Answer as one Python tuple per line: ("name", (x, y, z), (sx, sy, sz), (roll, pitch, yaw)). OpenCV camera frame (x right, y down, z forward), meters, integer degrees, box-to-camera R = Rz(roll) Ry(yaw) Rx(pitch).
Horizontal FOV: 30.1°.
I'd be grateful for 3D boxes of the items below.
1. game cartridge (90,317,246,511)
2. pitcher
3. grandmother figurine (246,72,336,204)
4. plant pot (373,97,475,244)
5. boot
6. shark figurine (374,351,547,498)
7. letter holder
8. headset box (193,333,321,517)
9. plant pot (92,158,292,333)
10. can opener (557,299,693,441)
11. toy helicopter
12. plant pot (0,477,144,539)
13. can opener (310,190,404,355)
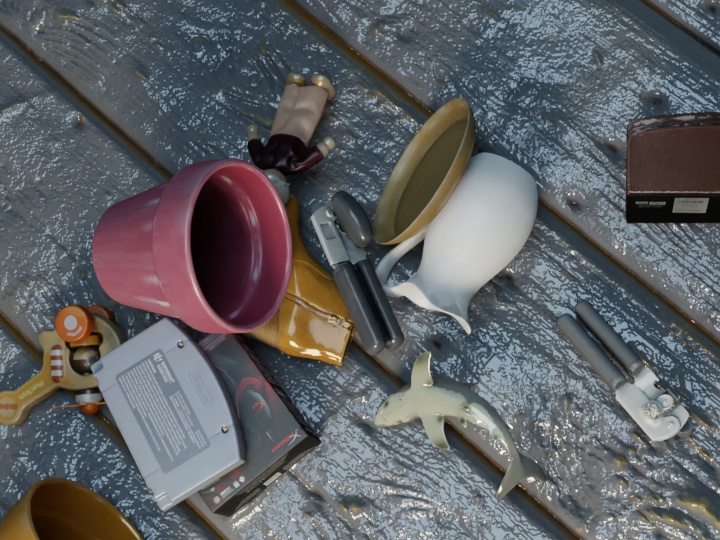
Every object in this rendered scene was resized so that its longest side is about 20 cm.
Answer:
("game cartridge", (-0.220, 0.163, 1.571), (0.133, 0.040, 0.200), (-32, 72, 7))
("pitcher", (0.112, -0.042, 1.610), (0.171, 0.121, 0.200), (20, 76, 44))
("grandmother figurine", (-0.089, -0.157, 1.675), (0.121, 0.061, 0.200), (2, 56, 30))
("plant pot", (0.081, -0.114, 1.606), (0.027, 0.200, 0.200), (29, 80, -17))
("boot", (-0.055, 0.012, 1.652), (0.144, 0.071, 0.202), (14, 72, 3))
("shark figurine", (0.129, 0.164, 1.566), (0.214, 0.089, 0.128), (25, 114, 24))
("letter holder", (0.416, -0.138, 1.581), (0.199, 0.101, 0.143), (1, 73, 11))
("headset box", (-0.168, 0.172, 1.616), (0.149, 0.075, 0.200), (-38, 71, 0))
("plant pot", (-0.206, -0.025, 1.567), (0.179, 0.200, 0.201), (-3, 73, 34))
("can opener", (0.305, 0.121, 1.554), (0.053, 0.066, 0.200), (-37, 63, -3))
("toy helicopter", (-0.375, 0.139, 1.679), (0.200, 0.079, 0.132), (-34, 80, 11))
("plant pot", (-0.364, 0.375, 1.547), (0.183, 0.200, 0.200), (-44, 71, 12))
("can opener", (0.000, 0.000, 1.605), (0.053, 0.067, 0.200), (-13, 68, -30))
